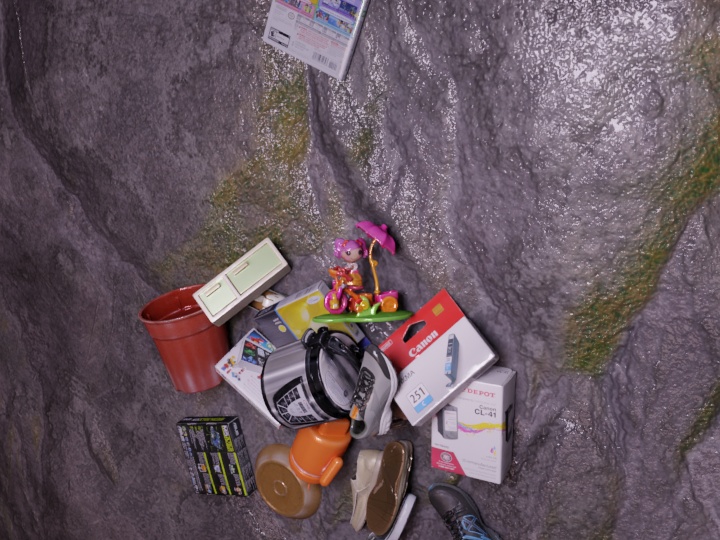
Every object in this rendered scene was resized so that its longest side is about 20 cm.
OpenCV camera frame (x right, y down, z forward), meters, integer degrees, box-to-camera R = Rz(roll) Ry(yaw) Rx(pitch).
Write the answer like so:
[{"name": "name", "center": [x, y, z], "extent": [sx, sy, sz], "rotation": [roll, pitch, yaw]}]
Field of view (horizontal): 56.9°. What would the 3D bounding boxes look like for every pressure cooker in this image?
[{"name": "pressure cooker", "center": [-0.077, 0.209, 1.305], "extent": [0.198, 0.175, 0.182], "rotation": [-21, 66, 32]}]

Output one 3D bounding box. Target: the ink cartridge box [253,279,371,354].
[{"name": "ink cartridge box", "center": [-0.097, 0.137, 1.398], "extent": [0.196, 0.047, 0.201], "rotation": [-25, 109, 33]}]

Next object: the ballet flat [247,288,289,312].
[{"name": "ballet flat", "center": [-0.213, 0.069, 1.464], "extent": [0.198, 0.064, 0.068], "rotation": [22, 88, 24]}]

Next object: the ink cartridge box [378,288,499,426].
[{"name": "ink cartridge box", "center": [0.127, 0.157, 1.235], "extent": [0.200, 0.045, 0.177], "rotation": [-42, 62, 10]}]

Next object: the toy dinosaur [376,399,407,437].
[{"name": "toy dinosaur", "center": [0.082, 0.272, 1.337], "extent": [0.198, 0.085, 0.138], "rotation": [-4, 104, 40]}]

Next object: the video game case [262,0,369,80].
[{"name": "video game case", "center": [-0.084, -0.486, 1.252], "extent": [0.198, 0.022, 0.184], "rotation": [31, 118, 20]}]

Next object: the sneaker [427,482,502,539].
[{"name": "sneaker", "center": [0.210, 0.520, 1.348], "extent": [0.200, 0.082, 0.074], "rotation": [44, 123, 13]}]

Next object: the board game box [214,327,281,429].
[{"name": "board game box", "center": [-0.211, 0.239, 1.485], "extent": [0.199, 0.126, 0.035], "rotation": [39, 154, 14]}]

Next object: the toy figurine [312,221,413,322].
[{"name": "toy figurine", "center": [0.000, 0.000, 1.276], "extent": [0.196, 0.150, 0.188], "rotation": [-3, 92, -12]}]

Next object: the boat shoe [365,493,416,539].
[{"name": "boat shoe", "center": [0.060, 0.553, 1.451], "extent": [0.070, 0.072, 0.202], "rotation": [31, 120, 14]}]

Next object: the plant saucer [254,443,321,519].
[{"name": "plant saucer", "center": [-0.186, 0.520, 1.608], "extent": [0.197, 0.035, 0.204], "rotation": [9, 109, 27]}]

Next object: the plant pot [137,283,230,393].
[{"name": "plant pot", "center": [-0.387, 0.161, 1.536], "extent": [0.198, 0.201, 0.198], "rotation": [1, 113, 30]}]

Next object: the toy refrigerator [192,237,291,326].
[{"name": "toy refrigerator", "center": [-0.249, 0.024, 1.408], "extent": [0.199, 0.070, 0.076], "rotation": [-38, 80, -6]}]

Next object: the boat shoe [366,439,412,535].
[{"name": "boat shoe", "center": [0.067, 0.454, 1.395], "extent": [0.071, 0.065, 0.204], "rotation": [16, 94, 33]}]

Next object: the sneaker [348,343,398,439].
[{"name": "sneaker", "center": [0.018, 0.227, 1.212], "extent": [0.074, 0.078, 0.203], "rotation": [33, 129, 46]}]

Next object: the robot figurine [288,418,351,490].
[{"name": "robot figurine", "center": [-0.090, 0.387, 1.462], "extent": [0.143, 0.116, 0.202], "rotation": [34, 119, 17]}]

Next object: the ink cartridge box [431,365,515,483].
[{"name": "ink cartridge box", "center": [0.214, 0.285, 1.273], "extent": [0.145, 0.085, 0.204], "rotation": [6, 108, 28]}]

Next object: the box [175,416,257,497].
[{"name": "box", "center": [-0.369, 0.474, 1.696], "extent": [0.190, 0.047, 0.204], "rotation": [-10, 99, 30]}]

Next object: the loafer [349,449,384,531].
[{"name": "loafer", "center": [0.010, 0.477, 1.461], "extent": [0.067, 0.075, 0.203], "rotation": [22, 105, 24]}]
